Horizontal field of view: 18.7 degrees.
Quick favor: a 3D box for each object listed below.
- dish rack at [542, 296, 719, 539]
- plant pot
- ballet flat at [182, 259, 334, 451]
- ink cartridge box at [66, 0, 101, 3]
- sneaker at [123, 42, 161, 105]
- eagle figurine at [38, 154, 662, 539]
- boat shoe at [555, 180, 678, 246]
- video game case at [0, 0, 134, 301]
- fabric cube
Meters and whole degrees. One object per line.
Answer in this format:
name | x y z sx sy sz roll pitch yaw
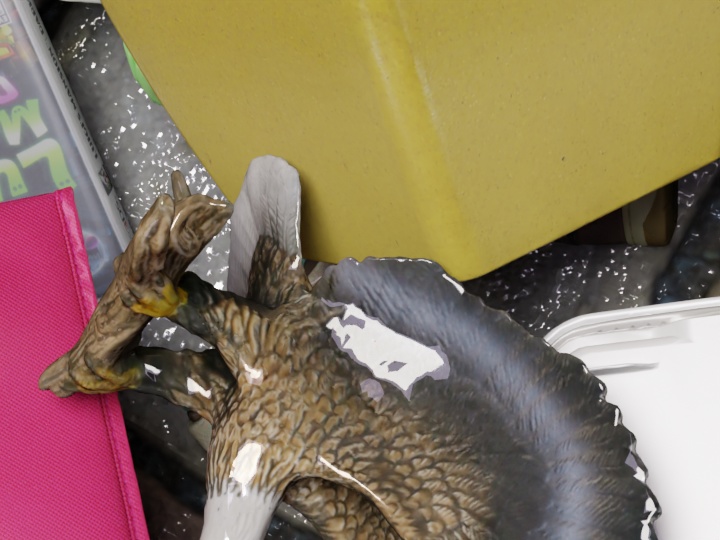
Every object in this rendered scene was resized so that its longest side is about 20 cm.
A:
dish rack | 0.138 0.101 0.724 0.171 0.044 0.201 -8 75 13
plant pot | 0.028 -0.105 0.801 0.200 0.200 0.177 -26 110 -30
ballet flat | 0.000 0.000 0.933 0.062 0.067 0.200 35 92 -9
ink cartridge box | -0.120 -0.234 0.947 0.146 0.084 0.201 31 110 30
sneaker | -0.010 -0.126 0.951 0.199 0.084 0.077 -25 59 -9
eagle figurine | -0.008 0.064 0.741 0.200 0.152 0.151 32 94 -6
boat shoe | 0.096 -0.108 0.917 0.066 0.072 0.202 -5 81 8
video game case | -0.216 -0.042 0.952 0.199 0.023 0.182 -17 113 11
fabric cube | -0.185 0.105 0.848 0.199 0.200 0.197 -11 73 -8
